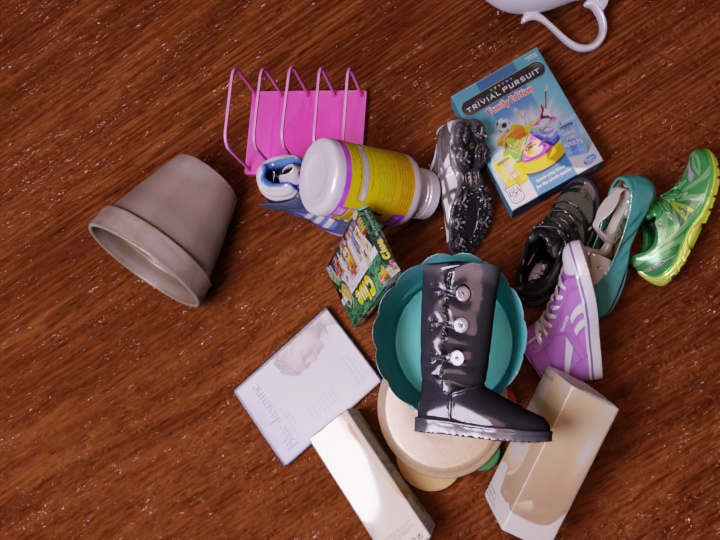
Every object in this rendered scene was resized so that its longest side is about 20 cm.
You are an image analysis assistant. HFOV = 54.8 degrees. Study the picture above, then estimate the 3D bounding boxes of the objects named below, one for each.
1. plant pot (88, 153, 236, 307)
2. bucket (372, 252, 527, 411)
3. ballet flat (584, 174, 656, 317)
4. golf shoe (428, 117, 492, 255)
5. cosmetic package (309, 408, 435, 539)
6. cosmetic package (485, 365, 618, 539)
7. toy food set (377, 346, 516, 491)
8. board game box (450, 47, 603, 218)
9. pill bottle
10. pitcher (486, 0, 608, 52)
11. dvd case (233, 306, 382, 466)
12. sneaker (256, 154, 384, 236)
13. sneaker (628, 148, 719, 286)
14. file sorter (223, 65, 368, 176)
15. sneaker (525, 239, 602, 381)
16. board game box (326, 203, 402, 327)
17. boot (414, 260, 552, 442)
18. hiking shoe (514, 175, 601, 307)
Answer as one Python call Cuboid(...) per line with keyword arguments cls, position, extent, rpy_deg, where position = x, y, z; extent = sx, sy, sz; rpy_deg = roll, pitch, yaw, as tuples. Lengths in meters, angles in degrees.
Cuboid(cls="plant pot", position=(-0.282, -0.073, 1.068), extent=(0.197, 0.201, 0.175), rpy_deg=(28, 70, 14))
Cuboid(cls="bucket", position=(0.121, 0.090, 0.921), extent=(0.201, 0.135, 0.213), rpy_deg=(-2, 81, 11))
Cuboid(cls="ballet flat", position=(0.342, -0.038, 0.966), extent=(0.069, 0.067, 0.205), rpy_deg=(16, 97, -19))
Cuboid(cls="golf shoe", position=(0.146, -0.123, 1.042), extent=(0.076, 0.094, 0.206), rpy_deg=(-3, 102, -29))
Cuboid(cls="cosmetic package", position=(0.018, 0.297, 0.973), extent=(0.070, 0.105, 0.202), rpy_deg=(-36, 77, 1))
Cuboid(cls="cosmetic package", position=(0.245, 0.240, 0.907), extent=(0.070, 0.105, 0.204), rpy_deg=(24, 94, -5))
Cuboid(cls="toy food set", position=(0.121, 0.198, 0.997), extent=(0.195, 0.049, 0.204), rpy_deg=(-27, 76, 6))
Cuboid(cls="board game box", position=(0.245, -0.206, 1.042), extent=(0.148, 0.047, 0.204), rpy_deg=(-28, 76, 5))
Cuboid(cls="pill bottle", position=(0.018, -0.120, 0.985), extent=(0.103, 0.196, 0.107), rpy_deg=(-9, 79, 54))
Cuboid(cls="pitcher", position=(0.282, -0.423, 1.045), extent=(0.194, 0.121, 0.177), rpy_deg=(3, 96, 1))
Cuboid(cls="dvd case", position=(-0.082, 0.175, 1.057), extent=(0.199, 0.018, 0.143), rpy_deg=(-41, 76, 3))
Cuboid(cls="sneaker", position=(-0.062, -0.113, 1.036), extent=(0.195, 0.146, 0.083), rpy_deg=(16, 84, 14))
Cuboid(cls="sneaker", position=(0.436, -0.082, 0.968), extent=(0.082, 0.074, 0.204), rpy_deg=(24, 86, 10))
Cuboid(cls="file sorter", position=(-0.099, -0.232, 1.075), extent=(0.194, 0.125, 0.143), rpy_deg=(2, 80, 12))
Cuboid(cls="sneaker", position=(0.266, 0.063, 0.947), extent=(0.111, 0.073, 0.206), rpy_deg=(-5, 108, 17))
Cuboid(cls="board game box", position=(0.000, 0.000, 0.986), extent=(0.023, 0.201, 0.106), rpy_deg=(-23, 74, -23))
Cuboid(cls="boot", position=(0.148, 0.093, 0.817), extent=(0.160, 0.066, 0.206), rpy_deg=(4, 78, 10))
Cuboid(cls="hiking shoe", position=(0.280, -0.045, 0.974), extent=(0.075, 0.101, 0.203), rpy_deg=(27, 88, 21))
